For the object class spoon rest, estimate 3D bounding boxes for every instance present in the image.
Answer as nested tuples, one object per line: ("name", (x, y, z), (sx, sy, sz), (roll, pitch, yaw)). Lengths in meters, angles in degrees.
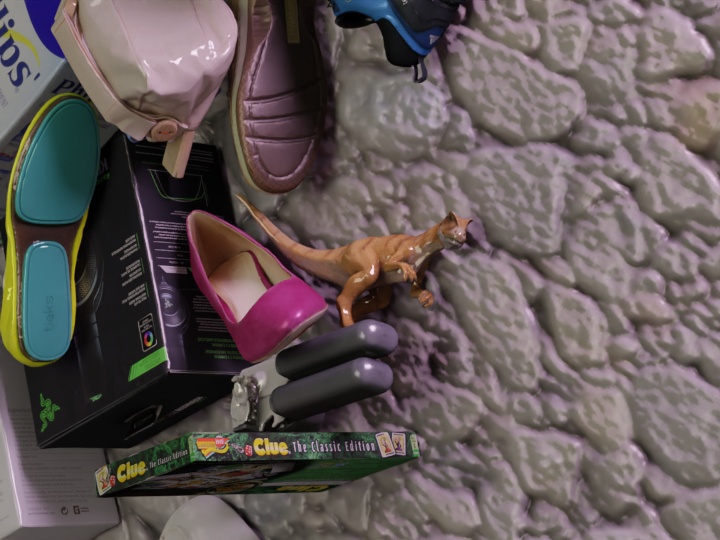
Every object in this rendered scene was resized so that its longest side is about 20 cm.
("spoon rest", (-0.091, 0.225, 1.638), (0.200, 0.060, 0.100), (21, 101, 59))

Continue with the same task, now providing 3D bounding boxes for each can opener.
("can opener", (-0.031, 0.077, 1.552), (0.200, 0.066, 0.053), (-27, 52, 57))

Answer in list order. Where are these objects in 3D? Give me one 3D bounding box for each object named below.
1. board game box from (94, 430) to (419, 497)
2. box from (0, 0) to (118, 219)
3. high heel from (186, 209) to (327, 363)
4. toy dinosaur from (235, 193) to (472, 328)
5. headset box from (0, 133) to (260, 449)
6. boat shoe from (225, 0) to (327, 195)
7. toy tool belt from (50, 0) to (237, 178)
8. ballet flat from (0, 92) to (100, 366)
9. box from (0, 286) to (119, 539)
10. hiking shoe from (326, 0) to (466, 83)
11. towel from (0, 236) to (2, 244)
("board game box", (-0.066, 0.128, 1.507), (0.105, 0.199, 0.024), (-26, 69, 41))
("box", (-0.272, -0.171, 1.804), (0.200, 0.105, 0.184), (-45, 57, 25))
("high heel", (-0.078, 0.003, 1.557), (0.067, 0.200, 0.096), (-36, 99, -1))
("toy dinosaur", (0.000, 0.000, 1.564), (0.199, 0.060, 0.107), (-3, 71, 36))
("headset box", (-0.174, 0.026, 1.707), (0.174, 0.092, 0.201), (-28, 67, 42))
("boat shoe", (-0.068, -0.147, 1.641), (0.076, 0.071, 0.201), (-21, 62, 57))
("toy tool belt", (-0.166, -0.172, 1.649), (0.201, 0.124, 0.123), (60, 155, 30))
("ballet flat", (-0.235, -0.031, 1.666), (0.067, 0.066, 0.201), (15, 99, 60))
("box", (-0.283, 0.129, 1.809), (0.124, 0.097, 0.201), (-32, 65, 40))
("hiking shoe", (-0.008, -0.214, 1.566), (0.200, 0.074, 0.087), (43, 111, 40))
("towel", (-0.348, -0.106, 1.948), (0.149, 0.031, 0.201), (-25, 68, 41))
